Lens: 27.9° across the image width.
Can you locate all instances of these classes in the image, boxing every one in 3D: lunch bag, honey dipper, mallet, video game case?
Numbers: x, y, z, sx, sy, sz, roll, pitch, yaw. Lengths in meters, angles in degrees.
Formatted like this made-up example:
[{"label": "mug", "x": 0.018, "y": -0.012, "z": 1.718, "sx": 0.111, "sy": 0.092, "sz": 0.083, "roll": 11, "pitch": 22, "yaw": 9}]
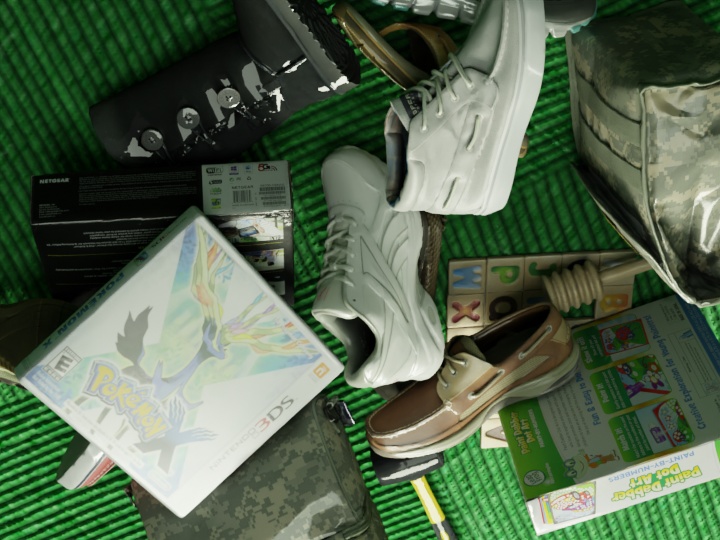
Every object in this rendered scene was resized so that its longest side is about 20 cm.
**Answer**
[{"label": "lunch bag", "x": 0.235, "y": -0.086, "z": 1.129, "sx": 0.117, "sy": 0.164, "sz": 0.201, "roll": -12, "pitch": 119, "yaw": -6}, {"label": "honey dipper", "x": 0.254, "y": -0.008, "z": 1.245, "sx": 0.199, "sy": 0.038, "sz": 0.038, "roll": -18, "pitch": 120, "yaw": -1}, {"label": "mallet", "x": 0.079, "y": 0.225, "z": 1.362, "sx": 0.066, "sy": 0.041, "sz": 0.200, "roll": -26, "pitch": 123, "yaw": 12}, {"label": "video game case", "x": -0.134, "y": 0.076, "z": 1.118, "sx": 0.182, "sy": 0.022, "sz": 0.200, "roll": -42, "pitch": 125, "yaw": -1}, {"label": "lunch bag", "x": -0.081, "y": 0.211, "z": 1.227, "sx": 0.199, "sy": 0.139, "sz": 0.169, "roll": -23, "pitch": 98, "yaw": 6}]

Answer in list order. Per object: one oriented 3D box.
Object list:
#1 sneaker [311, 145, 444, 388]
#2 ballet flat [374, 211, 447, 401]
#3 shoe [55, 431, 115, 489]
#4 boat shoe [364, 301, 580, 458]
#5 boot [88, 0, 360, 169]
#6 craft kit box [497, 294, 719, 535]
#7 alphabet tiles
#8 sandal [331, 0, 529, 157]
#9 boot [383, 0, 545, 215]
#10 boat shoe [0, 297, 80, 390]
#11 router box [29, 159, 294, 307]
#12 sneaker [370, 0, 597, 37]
[{"label": "sneaker", "x": 0.000, "y": 0.000, "z": 1.157, "sx": 0.099, "sy": 0.078, "sz": 0.201, "roll": -17, "pitch": 89, "yaw": -39}, {"label": "ballet flat", "x": 0.041, "y": 0.022, "z": 1.236, "sx": 0.046, "sy": 0.067, "sz": 0.201, "roll": -25, "pitch": 131, "yaw": -44}, {"label": "shoe", "x": -0.165, "y": 0.124, "z": 1.206, "sx": 0.091, "sy": 0.072, "sz": 0.200, "roll": 35, "pitch": 108, "yaw": -19}, {"label": "boat shoe", "x": 0.088, "y": 0.086, "z": 1.218, "sx": 0.199, "sy": 0.076, "sz": 0.072, "roll": -28, "pitch": 124, "yaw": -11}, {"label": "boot", "x": -0.124, "y": -0.161, "z": 1.103, "sx": 0.199, "sy": 0.066, "sz": 0.165, "roll": -26, "pitch": 110, "yaw": 24}, {"label": "craft kit box", "x": 0.214, "y": 0.114, "z": 1.211, "sx": 0.196, "sy": 0.200, "sz": 0.049, "roll": -16, "pitch": 121, "yaw": 3}, {"label": "alphabet tiles", "x": 0.159, "y": 0.074, "z": 1.301, "sx": 0.166, "sy": 0.008, "sz": 0.201, "roll": -3, "pitch": 119, "yaw": -5}, {"label": "sandal", "x": 0.060, "y": -0.156, "z": 1.126, "sx": 0.199, "sy": 0.080, "sz": 0.054, "roll": 32, "pitch": 96, "yaw": -23}, {"label": "boot", "x": 0.070, "y": -0.125, "z": 1.053, "sx": 0.095, "sy": 0.074, "sz": 0.201, "roll": -4, "pitch": 124, "yaw": -18}, {"label": "boat shoe", "x": -0.262, "y": 0.063, "z": 1.180, "sx": 0.200, "sy": 0.072, "sz": 0.066, "roll": 4, "pitch": 167, "yaw": 28}, {"label": "router box", "x": -0.152, "y": -0.021, "z": 1.153, "sx": 0.199, "sy": 0.051, "sz": 0.149, "roll": -3, "pitch": 149, "yaw": -4}, {"label": "sneaker", "x": 0.090, "y": -0.232, "z": 1.087, "sx": 0.199, "sy": 0.078, "sz": 0.092, "roll": 10, "pitch": 114, "yaw": -13}]
